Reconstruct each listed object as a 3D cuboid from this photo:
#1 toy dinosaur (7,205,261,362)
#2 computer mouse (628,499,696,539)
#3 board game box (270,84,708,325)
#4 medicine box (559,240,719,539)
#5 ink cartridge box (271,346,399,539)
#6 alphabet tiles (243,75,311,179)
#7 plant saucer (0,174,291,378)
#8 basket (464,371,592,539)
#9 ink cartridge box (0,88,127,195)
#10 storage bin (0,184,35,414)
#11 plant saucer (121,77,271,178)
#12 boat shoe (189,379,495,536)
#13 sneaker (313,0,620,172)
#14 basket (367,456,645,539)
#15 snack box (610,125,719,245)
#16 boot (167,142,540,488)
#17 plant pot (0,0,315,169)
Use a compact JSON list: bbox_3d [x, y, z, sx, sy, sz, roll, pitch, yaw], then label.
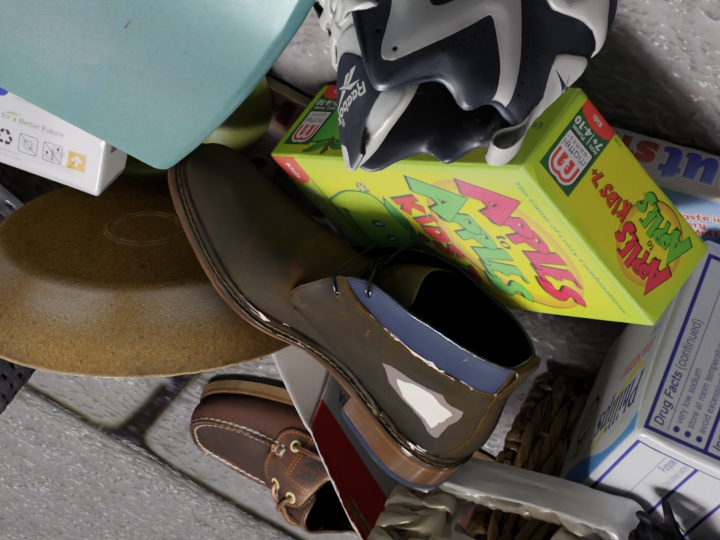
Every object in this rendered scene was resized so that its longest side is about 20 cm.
[{"bbox_3d":[-0.128,0.002,1.573,0.199,0.061,0.106,33,154,-13],"label":"toy dinosaur"},{"bbox_3d":[0.221,0.156,1.288,0.199,0.044,0.110,10,156,31],"label":"computer mouse"},{"bbox_3d":[0.054,-0.032,1.310,0.102,0.048,0.200,49,158,-26],"label":"board game box"},{"bbox_3d":[0.210,0.092,1.356,0.199,0.103,0.182,24,161,-1],"label":"medicine box"},{"bbox_3d":[0.008,0.093,1.497,0.200,0.050,0.161,60,-179,43],"label":"ink cartridge box"},{"bbox_3d":[-0.123,-0.107,1.432,0.199,0.008,0.167,28,153,-2],"label":"alphabet tiles"},{"bbox_3d":[-0.105,-0.006,1.428,0.199,0.200,0.036,12,118,27],"label":"plant saucer"},{"bbox_3d":[0.148,0.172,1.540,0.148,0.143,0.200,16,152,21],"label":"basket"},{"bbox_3d":[-0.144,-0.137,1.312,0.094,0.037,0.201,19,125,14],"label":"ink cartridge box"},{"bbox_3d":[-0.251,-0.016,1.559,0.200,0.094,0.135,42,162,-9],"label":"storage bin"},{"bbox_3d":[-0.139,-0.103,1.412,0.199,0.031,0.200,20,153,11],"label":"plant saucer"},{"bbox_3d":[-0.017,0.119,1.676,0.199,0.071,0.071,14,152,26],"label":"boat shoe"},{"bbox_3d":[-0.003,-0.107,1.186,0.198,0.130,0.080,27,153,-1],"label":"sneaker"},{"bbox_3d":[0.078,0.205,1.391,0.135,0.124,0.201,11,140,37],"label":"basket"},{"bbox_3d":[0.164,-0.023,1.307,0.199,0.024,0.072,17,153,18],"label":"snack box"},{"bbox_3d":[0.000,0.000,1.342,0.200,0.075,0.097,48,136,1],"label":"boot"},{"bbox_3d":[-0.066,-0.149,1.084,0.141,0.142,0.200,27,132,-3],"label":"plant pot"}]
